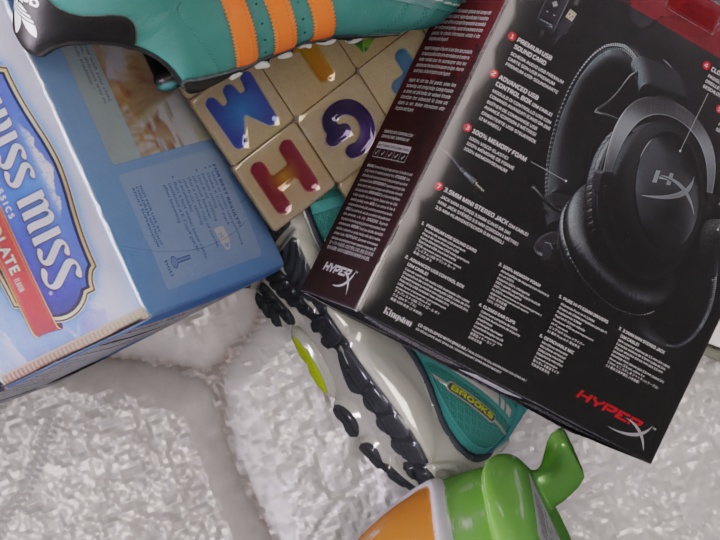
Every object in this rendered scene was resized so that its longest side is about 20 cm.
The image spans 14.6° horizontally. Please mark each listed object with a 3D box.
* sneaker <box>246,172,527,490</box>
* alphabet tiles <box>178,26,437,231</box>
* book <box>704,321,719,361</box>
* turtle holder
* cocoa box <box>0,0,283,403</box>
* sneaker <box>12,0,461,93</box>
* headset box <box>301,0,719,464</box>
[{"bbox_3d":[0.000,0.000,1.215,0.079,0.077,0.201,-34,95,-25],"label":"sneaker"},{"bbox_3d":[-0.006,-0.119,1.151,0.166,0.006,0.200,-38,110,-13],"label":"alphabet tiles"},{"bbox_3d":[0.179,-0.025,1.237,0.199,0.048,0.134,22,84,0],"label":"book"},{"bbox_3d":[0.056,0.167,1.180,0.131,0.186,0.141,-22,54,8],"label":"turtle holder"},{"bbox_3d":[-0.145,-0.056,1.144,0.131,0.133,0.201,-25,89,25],"label":"cocoa box"},{"bbox_3d":[-0.049,-0.110,1.095,0.199,0.071,0.080,5,124,-37],"label":"sneaker"},{"bbox_3d":[0.090,-0.045,1.153,0.148,0.077,0.201,26,86,-21],"label":"headset box"}]
